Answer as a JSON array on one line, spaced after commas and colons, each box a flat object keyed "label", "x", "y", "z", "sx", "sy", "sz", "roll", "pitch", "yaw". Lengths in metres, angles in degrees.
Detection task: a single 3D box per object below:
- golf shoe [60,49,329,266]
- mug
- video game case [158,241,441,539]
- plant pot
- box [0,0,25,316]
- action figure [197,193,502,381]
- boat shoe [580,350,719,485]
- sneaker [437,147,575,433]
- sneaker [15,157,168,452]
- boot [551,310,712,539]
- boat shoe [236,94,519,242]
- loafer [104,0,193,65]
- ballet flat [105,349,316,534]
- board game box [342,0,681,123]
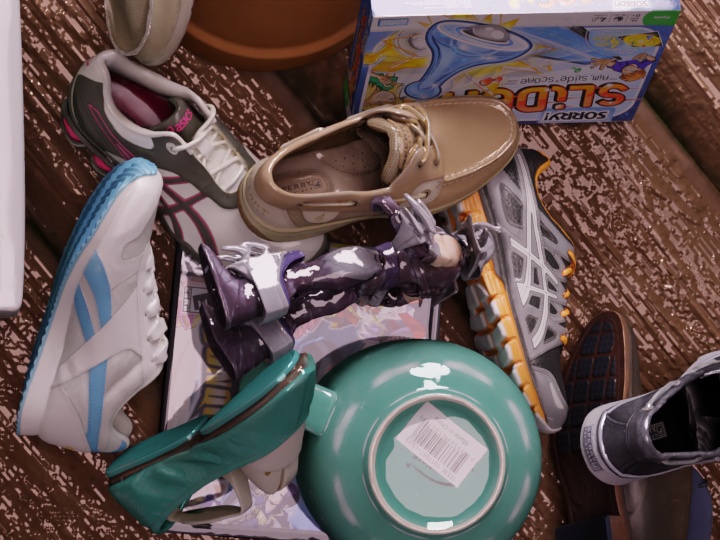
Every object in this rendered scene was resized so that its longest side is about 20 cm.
[{"label": "golf shoe", "x": -0.105, "y": -0.064, "z": 1.361, "sx": 0.200, "sy": 0.088, "sz": 0.077, "roll": 34, "pitch": 67, "yaw": -1}, {"label": "mug", "x": 0.023, "y": 0.121, "z": 1.351, "sx": 0.184, "sy": 0.114, "sz": 0.153, "roll": -8, "pitch": 90, "yaw": -9}, {"label": "video game case", "x": -0.041, "y": 0.080, "z": 1.412, "sx": 0.180, "sy": 0.025, "sz": 0.201, "roll": 5, "pitch": 87, "yaw": -9}, {"label": "plant pot", "x": -0.055, "y": -0.235, "z": 1.363, "sx": 0.199, "sy": 0.140, "sz": 0.201, "roll": 0, "pitch": 89, "yaw": -9}, {"label": "box", "x": -0.306, "y": -0.069, "z": 1.301, "sx": 0.199, "sy": 0.171, "sz": 0.200, "roll": 0, "pitch": 88, "yaw": -9}, {"label": "action figure", "x": 0.000, "y": 0.000, "z": 1.328, "sx": 0.199, "sy": 0.130, "sz": 0.070, "roll": -16, "pitch": 65, "yaw": -18}, {"label": "boat shoe", "x": 0.232, "y": 0.090, "z": 1.393, "sx": 0.200, "sy": 0.068, "sz": 0.072, "roll": -11, "pitch": 83, "yaw": -42}, {"label": "sneaker", "x": 0.110, "y": 0.009, "z": 1.415, "sx": 0.077, "sy": 0.078, "sz": 0.201, "roll": -15, "pitch": 90, "yaw": -14}, {"label": "sneaker", "x": -0.157, "y": 0.023, "z": 1.357, "sx": 0.080, "sy": 0.077, "sz": 0.201, "roll": 17, "pitch": 111, "yaw": -10}, {"label": "boot", "x": 0.186, "y": 0.132, "z": 1.439, "sx": 0.097, "sy": 0.075, "sz": 0.201, "roll": 14, "pitch": 74, "yaw": -34}, {"label": "boat shoe", "x": 0.021, "y": -0.070, "z": 1.343, "sx": 0.199, "sy": 0.065, "sz": 0.071, "roll": -21, "pitch": 79, "yaw": -24}, {"label": "loafer", "x": -0.146, "y": -0.218, "z": 1.280, "sx": 0.068, "sy": 0.076, "sz": 0.201, "roll": -16, "pitch": 118, "yaw": -29}, {"label": "ballet flat", "x": -0.078, "y": 0.113, "z": 1.317, "sx": 0.070, "sy": 0.200, "sz": 0.067, "roll": 51, "pitch": 41, "yaw": -8}, {"label": "board game box", "x": 0.095, "y": -0.144, "z": 1.387, "sx": 0.199, "sy": 0.135, "sz": 0.035, "roll": -3, "pitch": 63, "yaw": -8}]
